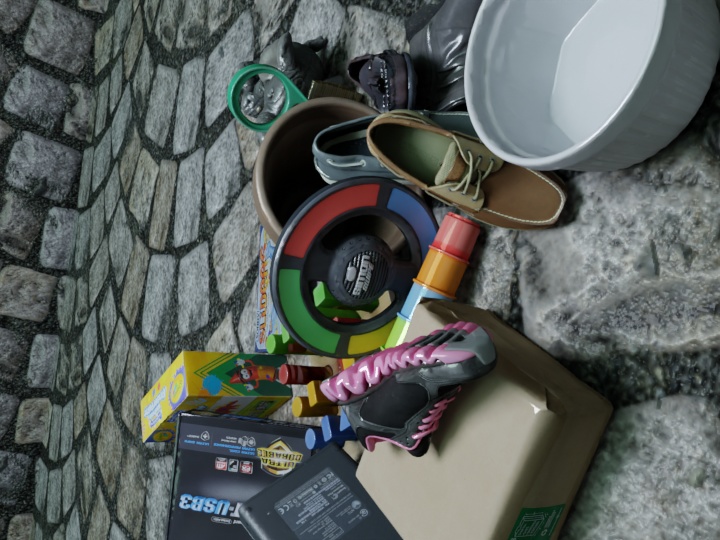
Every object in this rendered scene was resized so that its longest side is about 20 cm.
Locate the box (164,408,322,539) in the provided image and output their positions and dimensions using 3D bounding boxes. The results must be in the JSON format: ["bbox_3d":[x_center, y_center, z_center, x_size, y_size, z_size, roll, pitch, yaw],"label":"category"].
[{"bbox_3d":[-0.158,0.301,0.950,0.050,0.198,0.201,29,-113,-80],"label":"box"}]

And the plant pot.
[{"bbox_3d":[-0.044,-0.082,0.857,0.175,0.198,0.203,147,124,-69],"label":"plant pot"}]

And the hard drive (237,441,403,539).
[{"bbox_3d":[-0.019,0.285,0.739,0.200,0.139,0.033,36,142,39],"label":"hard drive"}]

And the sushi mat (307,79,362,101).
[{"bbox_3d":[-0.059,-0.154,0.955,0.012,0.095,0.202,34,114,38],"label":"sushi mat"}]

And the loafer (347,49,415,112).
[{"bbox_3d":[0.022,-0.217,0.810,0.200,0.062,0.073,-103,11,-67],"label":"loafer"}]

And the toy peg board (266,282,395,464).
[{"bbox_3d":[-0.031,0.123,0.858,0.200,0.097,0.201,-44,49,44],"label":"toy peg board"}]

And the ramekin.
[{"bbox_3d":[0.189,-0.175,0.572,0.199,0.104,0.203,-15,72,55],"label":"ramekin"}]

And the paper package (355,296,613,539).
[{"bbox_3d":[0.104,0.158,0.642,0.190,0.103,0.202,40,117,52],"label":"paper package"}]

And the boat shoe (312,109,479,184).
[{"bbox_3d":[0.045,-0.131,0.726,0.198,0.062,0.074,-7,70,12],"label":"boat shoe"}]

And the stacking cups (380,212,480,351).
[{"bbox_3d":[0.066,0.037,0.739,0.060,0.060,0.202,23,93,55],"label":"stacking cups"}]

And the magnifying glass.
[{"bbox_3d":[-0.073,-0.199,0.886,0.022,0.198,0.080,42,115,52],"label":"magnifying glass"}]

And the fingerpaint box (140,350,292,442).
[{"bbox_3d":[-0.226,0.196,1.078,0.200,0.165,0.074,-44,50,45],"label":"fingerpaint box"}]

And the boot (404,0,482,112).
[{"bbox_3d":[0.114,-0.235,0.741,0.200,0.069,0.133,152,117,-66],"label":"boot"}]

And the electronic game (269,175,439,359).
[{"bbox_3d":[0.000,0.000,0.739,0.042,0.198,0.202,40,117,58],"label":"electronic game"}]

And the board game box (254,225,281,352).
[{"bbox_3d":[-0.119,0.021,1.050,0.135,0.034,0.202,162,111,-64],"label":"board game box"}]

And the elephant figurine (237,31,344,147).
[{"bbox_3d":[-0.093,-0.252,0.978,0.200,0.140,0.157,-142,49,-68],"label":"elephant figurine"}]

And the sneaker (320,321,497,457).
[{"bbox_3d":[0.049,0.108,0.595,0.200,0.079,0.096,-29,82,51],"label":"sneaker"}]

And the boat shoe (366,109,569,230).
[{"bbox_3d":[0.091,-0.090,0.650,0.198,0.074,0.076,24,105,15],"label":"boat shoe"}]
